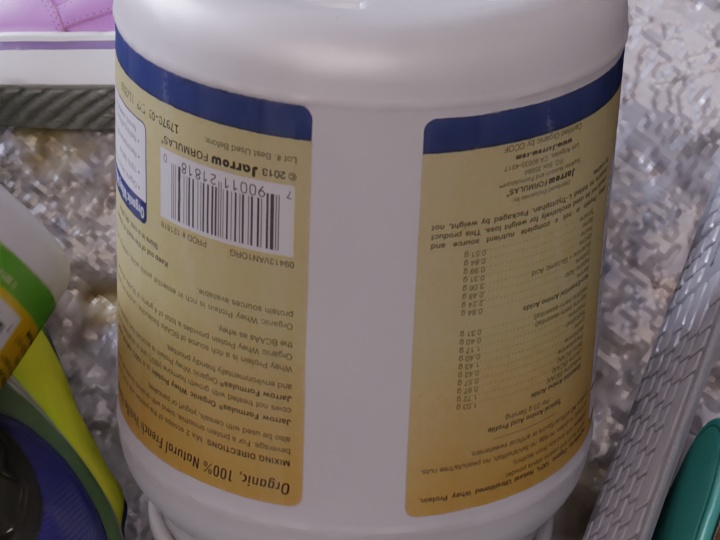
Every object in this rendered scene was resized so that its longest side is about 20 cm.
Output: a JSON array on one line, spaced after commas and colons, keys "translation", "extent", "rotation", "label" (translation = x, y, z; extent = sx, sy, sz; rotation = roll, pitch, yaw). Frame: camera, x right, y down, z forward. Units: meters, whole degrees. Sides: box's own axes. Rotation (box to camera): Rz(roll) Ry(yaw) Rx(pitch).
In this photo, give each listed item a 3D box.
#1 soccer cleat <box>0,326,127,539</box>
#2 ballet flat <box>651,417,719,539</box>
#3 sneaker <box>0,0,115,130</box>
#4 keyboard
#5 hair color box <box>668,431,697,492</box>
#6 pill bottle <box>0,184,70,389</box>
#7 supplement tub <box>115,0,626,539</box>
[{"translation": [-0.117, 0.053, 0.779], "extent": [0.065, 0.084, 0.200], "rotation": [-37, 36, 11], "label": "soccer cleat"}, {"translation": [0.090, 0.142, 0.684], "extent": [0.071, 0.069, 0.200], "rotation": [26, 87, -3], "label": "ballet flat"}, {"translation": [-0.042, -0.106, 0.821], "extent": [0.200, 0.073, 0.114], "rotation": [5, 75, 11], "label": "sneaker"}, {"translation": [0.097, 0.032, 0.735], "extent": [0.011, 0.056, 0.200], "rotation": [26, 59, -2], "label": "keyboard"}, {"translation": [0.094, 0.161, 0.738], "extent": [0.099, 0.061, 0.200], "rotation": [28, 83, 15], "label": "hair color box"}, {"translation": [-0.180, 0.051, 0.677], "extent": [0.111, 0.111, 0.200], "rotation": [28, 75, 15], "label": "pill bottle"}, {"translation": [0.000, 0.000, 0.709], "extent": [0.144, 0.144, 0.200], "rotation": [9, 117, 12], "label": "supplement tub"}]
